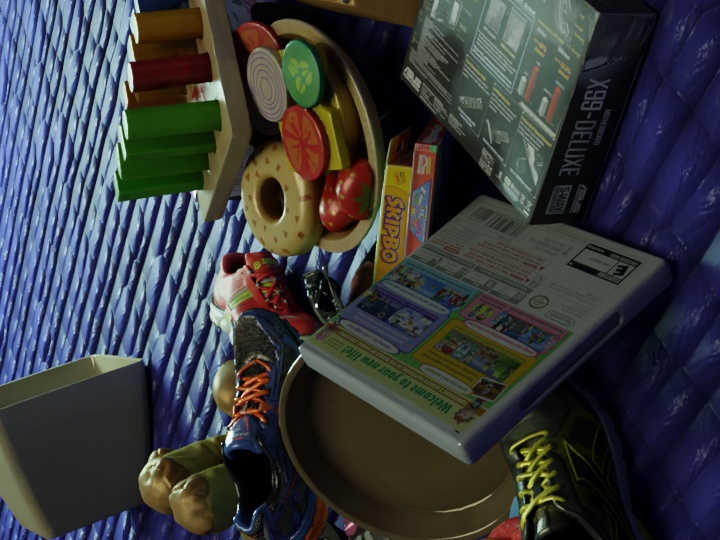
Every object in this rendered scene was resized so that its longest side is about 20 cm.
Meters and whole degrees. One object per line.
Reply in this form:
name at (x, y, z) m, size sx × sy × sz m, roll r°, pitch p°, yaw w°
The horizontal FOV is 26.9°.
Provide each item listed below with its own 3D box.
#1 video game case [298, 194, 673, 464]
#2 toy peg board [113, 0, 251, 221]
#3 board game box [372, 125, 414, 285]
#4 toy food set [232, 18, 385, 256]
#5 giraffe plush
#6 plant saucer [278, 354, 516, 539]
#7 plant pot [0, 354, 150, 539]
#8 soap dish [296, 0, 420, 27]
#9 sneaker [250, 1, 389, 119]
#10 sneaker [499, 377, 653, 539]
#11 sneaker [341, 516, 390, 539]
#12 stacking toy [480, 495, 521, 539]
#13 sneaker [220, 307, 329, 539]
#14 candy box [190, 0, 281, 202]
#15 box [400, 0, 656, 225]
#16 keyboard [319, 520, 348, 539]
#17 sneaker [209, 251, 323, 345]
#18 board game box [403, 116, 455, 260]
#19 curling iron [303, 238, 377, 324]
video game case at (0.077, 0.030, 0.990) m, size 0.200 × 0.182 × 0.022 m, roll 26°, pitch 150°, yaw 54°
toy peg board at (-0.173, -0.165, 1.312) m, size 0.200 × 0.097 × 0.201 m, roll 124°, pitch 135°, yaw -67°
board game box at (0.029, -0.007, 1.166) m, size 0.096 × 0.030 × 0.202 m, roll -48°, pitch -38°, yaw -73°
toy food set at (-0.049, -0.109, 1.221) m, size 0.199 × 0.048 × 0.200 m, roll 2°, pitch 108°, yaw 58°
giraffe plush at (-0.087, 0.149, 1.351) m, size 0.172 × 0.199 × 0.164 m, roll 18°, pitch 93°, yaw 52°
plant saucer at (0.037, 0.118, 1.113) m, size 0.030 × 0.199 × 0.201 m, roll -59°, pitch -11°, yaw -54°
plant pot at (-0.366, 0.221, 1.867) m, size 0.199 × 0.199 × 0.178 m, roll -2°, pitch 105°, yaw 62°
soap dish at (-0.009, -0.281, 1.195) m, size 0.200 × 0.081 × 0.159 m, roll 28°, pitch 119°, yaw 59°
sneaker at (-0.052, -0.145, 1.307) m, size 0.201 × 0.075 × 0.116 m, roll 54°, pitch 138°, yaw 41°
sneaker at (0.134, 0.143, 0.976) m, size 0.074 × 0.084 × 0.201 m, roll -40°, pitch 61°, yaw 25°
sneaker at (0.023, 0.154, 1.231) m, size 0.080 × 0.086 × 0.202 m, roll -14°, pitch 99°, yaw 22°
stacking toy at (0.060, 0.233, 1.025) m, size 0.110 × 0.199 × 0.117 m, roll 38°, pitch 127°, yaw 54°
sneaker at (-0.076, 0.127, 1.226) m, size 0.075 × 0.078 × 0.202 m, roll -21°, pitch 73°, yaw 37°
candy box at (-0.140, -0.197, 1.472) m, size 0.168 × 0.071 × 0.201 m, roll 59°, pitch 144°, yaw 40°
box at (0.107, -0.152, 1.031) m, size 0.200 × 0.049 × 0.159 m, roll 54°, pitch 139°, yaw 44°
keyboard at (0.015, 0.266, 1.219) m, size 0.021 × 0.127 × 0.200 m, roll -48°, pitch 38°, yaw 0°
sneaker at (-0.094, 0.026, 1.422) m, size 0.200 × 0.076 × 0.086 m, roll 24°, pitch 110°, yaw 59°
board game box at (0.048, -0.010, 1.137) m, size 0.103 × 0.019 × 0.202 m, roll -60°, pitch -24°, yaw -69°
curling iron at (0.000, 0.000, 1.166) m, size 0.025 × 0.200 × 0.050 m, roll -28°, pitch 96°, yaw 21°
